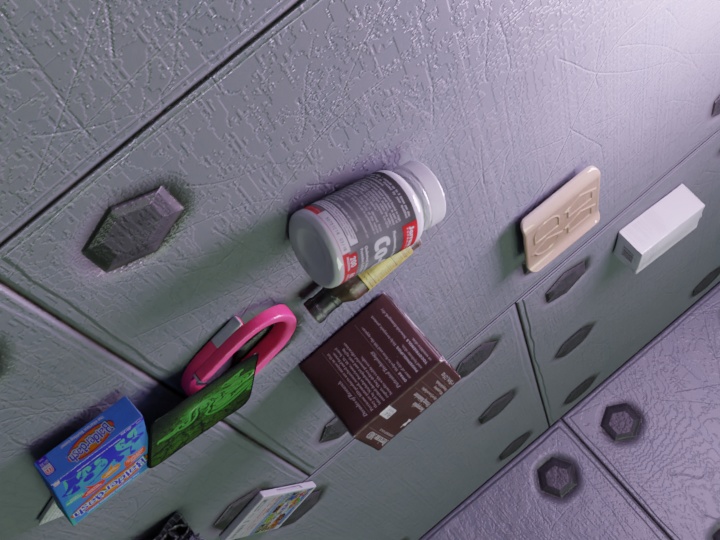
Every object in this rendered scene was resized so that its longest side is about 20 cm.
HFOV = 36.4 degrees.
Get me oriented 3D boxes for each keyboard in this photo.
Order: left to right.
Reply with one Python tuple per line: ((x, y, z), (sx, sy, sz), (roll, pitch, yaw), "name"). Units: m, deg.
((-0.415, 0.306, 1.620), (0.056, 0.011, 0.200), (-5, 138, -54), "keyboard")

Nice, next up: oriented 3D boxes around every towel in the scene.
((-0.370, 0.543, 2.019), (0.165, 0.086, 0.200), (-30, 156, -21), "towel")

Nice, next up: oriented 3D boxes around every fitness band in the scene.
((-0.179, 0.125, 1.633), (0.200, 0.037, 0.144), (-44, 157, 10), "fitness band")

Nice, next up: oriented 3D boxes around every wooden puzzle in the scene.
((0.375, -0.102, 2.085), (0.185, 0.046, 0.200), (-39, 152, -6), "wooden puzzle")

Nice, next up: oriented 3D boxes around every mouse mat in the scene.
((-0.235, 0.210, 1.636), (0.200, 0.008, 0.161), (-35, 159, -29), "mouse mat")

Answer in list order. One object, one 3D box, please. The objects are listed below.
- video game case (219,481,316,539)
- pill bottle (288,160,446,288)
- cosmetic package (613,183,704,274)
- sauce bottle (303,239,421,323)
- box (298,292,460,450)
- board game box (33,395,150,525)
((-0.192, 0.506, 2.305), (0.143, 0.018, 0.200), (-50, 155, 17), "video game case")
((0.013, -0.067, 1.491), (0.200, 0.114, 0.114), (-29, 154, -27), "pill bottle")
((0.690, -0.096, 2.530), (0.200, 0.081, 0.113), (-37, 157, -13), "cosmetic package")
((0.000, 0.000, 1.658), (0.200, 0.065, 0.065), (-39, 157, 0), "sauce bottle")
((0.036, 0.176, 1.891), (0.200, 0.164, 0.166), (-42, 157, 1), "box")
((-0.372, 0.274, 1.557), (0.152, 0.045, 0.200), (-38, 161, -21), "board game box")
